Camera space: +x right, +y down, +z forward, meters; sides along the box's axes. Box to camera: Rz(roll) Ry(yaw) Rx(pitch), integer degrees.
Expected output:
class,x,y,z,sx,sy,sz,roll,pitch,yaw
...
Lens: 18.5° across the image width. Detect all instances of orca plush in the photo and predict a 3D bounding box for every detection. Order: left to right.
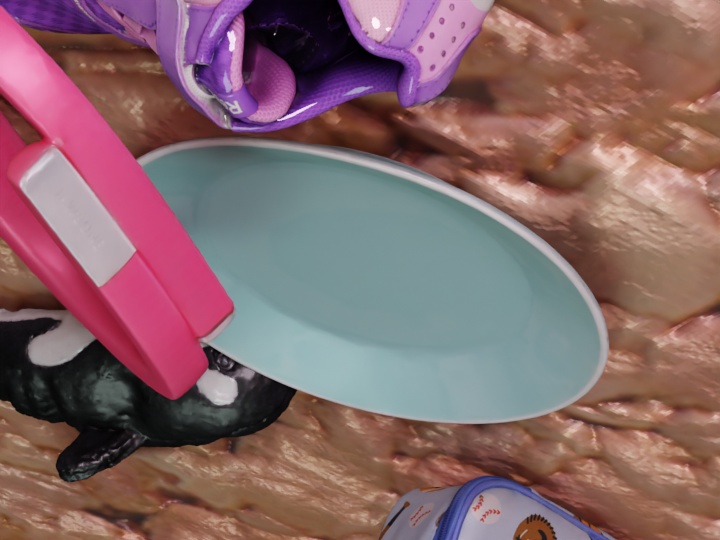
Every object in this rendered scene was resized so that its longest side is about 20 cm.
class,x,y,z,sx,sy,sz,roll,pitch,yaw
orca plush,-0.126,0.052,0.961,0.199,0.071,0.105,14,152,9

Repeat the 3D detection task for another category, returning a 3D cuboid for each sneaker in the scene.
class,x,y,z,sx,sy,sz,roll,pitch,yaw
sneaker,-0.041,-0.083,0.646,0.199,0.089,0.081,2,151,34

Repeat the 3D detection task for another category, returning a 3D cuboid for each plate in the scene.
class,x,y,z,sx,sy,sz,roll,pitch,yaw
plate,0.000,0.000,0.841,0.199,0.026,0.201,15,152,8

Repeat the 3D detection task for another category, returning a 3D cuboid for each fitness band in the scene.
class,x,y,z,sx,sy,sz,roll,pitch,yaw
fitness band,-0.113,-0.035,0.769,0.143,0.037,0.200,36,163,44

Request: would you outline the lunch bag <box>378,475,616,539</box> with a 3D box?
class,x,y,z,sx,sy,sz,roll,pitch,yaw
lunch bag,0.082,0.198,1.004,0.200,0.161,0.075,35,149,-27
